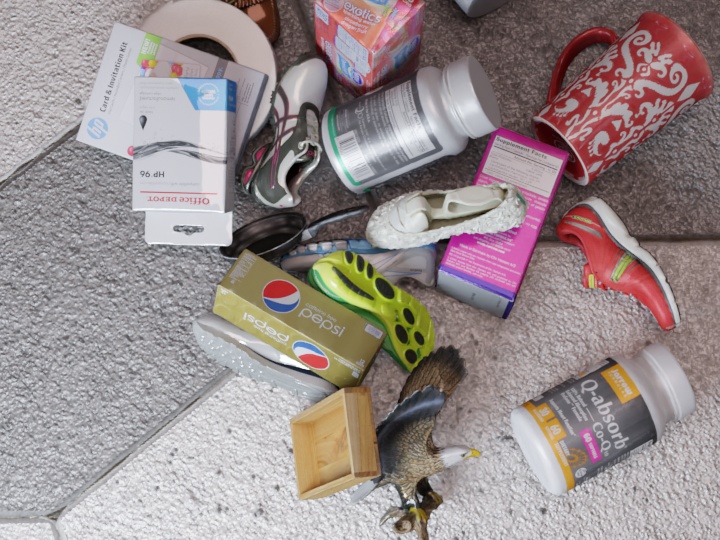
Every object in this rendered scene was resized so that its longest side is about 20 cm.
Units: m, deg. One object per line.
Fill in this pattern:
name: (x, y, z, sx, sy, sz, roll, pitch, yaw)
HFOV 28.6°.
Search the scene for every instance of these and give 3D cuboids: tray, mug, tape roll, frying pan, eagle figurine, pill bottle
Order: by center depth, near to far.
tray: (-0.031, 0.201, 1.617, 0.037, 0.200, 0.099, -2, 75, -22)
eagle figurine: (0.065, 0.199, 1.635, 0.150, 0.152, 0.201, -16, 110, -24)
pill bottle: (0.287, 0.171, 1.668, 0.199, 0.116, 0.117, -28, 78, -6)
pill bottle: (0.063, -0.179, 1.719, 0.199, 0.113, 0.114, -21, 76, 21)
frying pan: (-0.083, -0.051, 1.732, 0.189, 0.115, 0.031, -20, 114, -2)
mug: (0.313, -0.212, 1.770, 0.200, 0.177, 0.134, -40, 113, -9)
tape roll: (-0.202, -0.243, 1.782, 0.201, 0.037, 0.204, 0, 92, 4)

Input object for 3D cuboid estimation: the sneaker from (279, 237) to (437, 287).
sneaker: (0.000, 0.000, 1.735, 0.199, 0.075, 0.087, -5, 95, 6)

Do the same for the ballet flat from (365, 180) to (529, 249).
ballet flat: (0.097, -0.074, 1.656, 0.199, 0.072, 0.072, -10, 76, 12)

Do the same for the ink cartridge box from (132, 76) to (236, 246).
ink cartridge box: (-0.211, -0.129, 1.695, 0.115, 0.068, 0.201, 1, 94, 4)

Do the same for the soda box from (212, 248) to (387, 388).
soda box: (-0.073, 0.061, 1.663, 0.199, 0.068, 0.064, 31, 57, 6)

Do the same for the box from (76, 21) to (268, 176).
box: (-0.232, -0.202, 1.746, 0.199, 0.041, 0.157, 20, 94, 4)

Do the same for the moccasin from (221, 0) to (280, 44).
moccasin: (-0.150, -0.385, 1.820, 0.073, 0.078, 0.203, -11, 80, -3)

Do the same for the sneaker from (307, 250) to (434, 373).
sneaker: (0.016, 0.048, 1.702, 0.200, 0.083, 0.074, 46, 61, -23)

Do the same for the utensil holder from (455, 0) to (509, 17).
utensil holder: (0.141, -0.450, 1.793, 0.170, 0.170, 0.200, -35, 80, -8)

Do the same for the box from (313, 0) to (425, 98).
box: (0.011, -0.290, 1.735, 0.103, 0.200, 0.095, 44, 80, 10)

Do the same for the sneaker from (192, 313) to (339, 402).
sneaker: (-0.107, 0.091, 1.716, 0.199, 0.076, 0.081, 23, 68, -1)

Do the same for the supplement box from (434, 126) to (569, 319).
supplement box: (0.173, -0.059, 1.731, 0.103, 0.101, 0.201, 22, 77, 6)

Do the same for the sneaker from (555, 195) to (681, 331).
sneaker: (0.316, 0.004, 1.738, 0.085, 0.077, 0.200, -36, 69, -3)

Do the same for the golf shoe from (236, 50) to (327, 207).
golf shoe: (-0.074, -0.171, 1.752, 0.088, 0.077, 0.201, 21, 90, 41)
